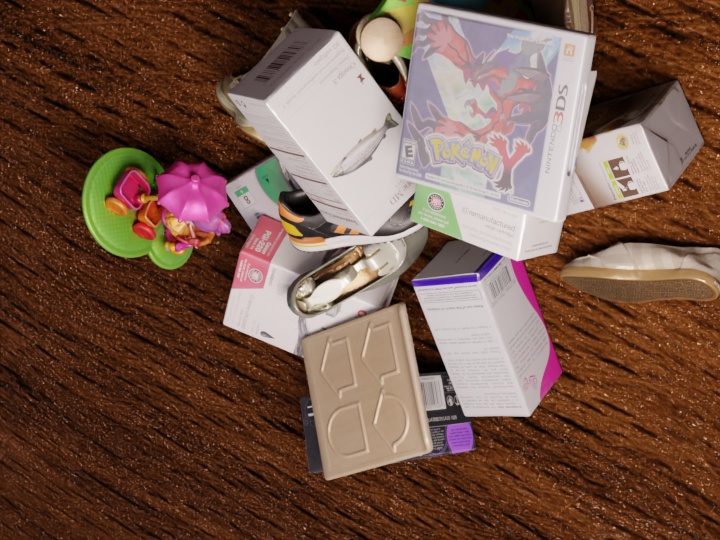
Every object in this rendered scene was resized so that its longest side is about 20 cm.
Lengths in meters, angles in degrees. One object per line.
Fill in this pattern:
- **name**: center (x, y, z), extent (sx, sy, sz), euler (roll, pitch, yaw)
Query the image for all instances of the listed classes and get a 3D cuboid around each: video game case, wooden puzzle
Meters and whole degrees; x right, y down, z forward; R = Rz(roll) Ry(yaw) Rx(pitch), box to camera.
- **video game case**: center (0.128, -0.159, 1.358), extent (0.199, 0.023, 0.183), euler (19, 109, 36)
- **wooden puzzle**: center (0.013, 0.153, 1.718), extent (0.200, 0.046, 0.186), euler (-23, 71, 43)

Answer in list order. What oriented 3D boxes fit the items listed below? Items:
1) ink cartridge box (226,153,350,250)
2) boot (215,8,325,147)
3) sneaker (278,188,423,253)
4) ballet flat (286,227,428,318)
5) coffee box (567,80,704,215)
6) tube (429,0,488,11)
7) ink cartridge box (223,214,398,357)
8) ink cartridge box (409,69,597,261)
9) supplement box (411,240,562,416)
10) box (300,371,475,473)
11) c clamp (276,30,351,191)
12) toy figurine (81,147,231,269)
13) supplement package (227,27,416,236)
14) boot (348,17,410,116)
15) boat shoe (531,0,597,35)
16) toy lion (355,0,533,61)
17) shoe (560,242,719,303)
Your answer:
- **ink cartridge box**: center (-0.067, -0.063, 1.792), extent (0.161, 0.050, 0.200), euler (-24, 101, 43)
- **boot**: center (-0.100, -0.243, 1.661), extent (0.072, 0.200, 0.155), euler (28, 102, -25)
- **sneaker**: center (-0.004, -0.081, 1.659), extent (0.199, 0.070, 0.090), euler (-13, 142, 12)
- **ballet flat**: center (0.000, 0.000, 1.694), extent (0.199, 0.064, 0.068), euler (-31, 98, -1)
- **coffee box**: center (0.248, -0.122, 1.475), extent (0.199, 0.114, 0.080), euler (-14, 110, 40)
- **tube**: center (0.135, -0.339, 1.406), extent (0.077, 0.050, 0.201), euler (30, 98, 10)
- **ink cartridge box**: center (-0.066, 0.037, 1.804), extent (0.199, 0.085, 0.146), euler (21, 133, 3)
- **ink cartridge box**: center (0.145, -0.129, 1.420), extent (0.145, 0.087, 0.201), euler (24, 111, 34)
- **supplement box**: center (0.157, 0.069, 1.682), extent (0.103, 0.101, 0.201), euler (-6, 115, 39)
- **box**: center (0.035, 0.200, 1.815), extent (0.199, 0.122, 0.107), euler (-16, 78, 41)
- **c clamp**: center (-0.029, -0.173, 1.672), extent (0.200, 0.027, 0.171), euler (-33, 107, 25)
- **toy figurine**: center (-0.240, -0.078, 1.828), extent (0.184, 0.150, 0.200), euler (0, 142, 45)
- **supplement package**: center (-0.030, -0.155, 1.529), extent (0.200, 0.117, 0.117), euler (50, 166, -26)
- **boot**: center (0.046, -0.191, 1.568), extent (0.075, 0.107, 0.200), euler (-30, 105, 8)
- **boat shoe**: center (0.220, -0.249, 1.434), extent (0.072, 0.072, 0.201), euler (13, 118, 48)
- **toy lion**: center (0.101, -0.279, 1.471), extent (0.191, 0.069, 0.201), euler (13, 103, -10)
- **shoe**: center (0.320, 0.000, 1.559), extent (0.199, 0.054, 0.070), euler (2, 153, 39)
